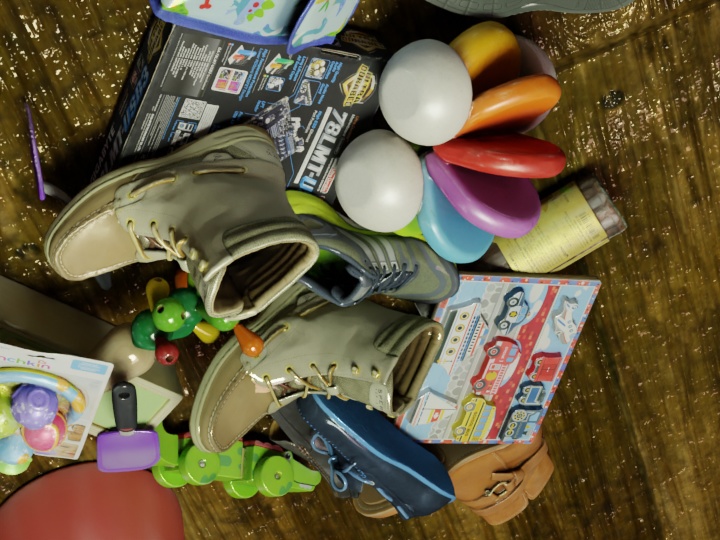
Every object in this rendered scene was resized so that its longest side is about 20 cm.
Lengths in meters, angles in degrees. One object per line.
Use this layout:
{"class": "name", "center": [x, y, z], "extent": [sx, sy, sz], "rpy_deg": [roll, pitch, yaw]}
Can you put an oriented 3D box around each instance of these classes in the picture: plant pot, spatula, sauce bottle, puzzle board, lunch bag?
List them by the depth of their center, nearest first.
{"class": "lunch bag", "center": [-0.054, -0.256, 1.398], "extent": [0.200, 0.127, 0.170], "rpy_deg": [9, 125, -43]}
{"class": "spatula", "center": [-0.237, -0.050, 1.549], "extent": [0.021, 0.057, 0.200], "rpy_deg": [-21, 137, 3]}
{"class": "spatula", "center": [-0.198, 0.133, 1.626], "extent": [0.056, 0.021, 0.200], "rpy_deg": [-3, 158, -7]}
{"class": "sauce bottle", "center": [0.139, -0.014, 1.718], "extent": [0.200, 0.065, 0.065], "rpy_deg": [-30, 134, 5]}
{"class": "puzzle board", "center": [0.121, 0.085, 1.741], "extent": [0.150, 0.017, 0.200], "rpy_deg": [2, 127, -23]}
{"class": "plant pot", "center": [-0.243, 0.308, 1.774], "extent": [0.200, 0.177, 0.201], "rpy_deg": [-11, 132, -12]}

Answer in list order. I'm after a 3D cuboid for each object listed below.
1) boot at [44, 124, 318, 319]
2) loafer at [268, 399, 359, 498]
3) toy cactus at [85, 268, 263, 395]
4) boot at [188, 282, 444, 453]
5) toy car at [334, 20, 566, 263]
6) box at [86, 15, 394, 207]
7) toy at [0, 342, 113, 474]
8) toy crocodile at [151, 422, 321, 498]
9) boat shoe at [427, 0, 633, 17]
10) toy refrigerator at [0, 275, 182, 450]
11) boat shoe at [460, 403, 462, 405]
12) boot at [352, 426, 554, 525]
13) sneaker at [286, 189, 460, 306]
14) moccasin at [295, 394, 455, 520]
{"class": "boot", "center": [-0.139, -0.017, 1.465], "extent": [0.200, 0.155, 0.072], "rpy_deg": [-26, 134, 0]}
{"class": "loafer", "center": [-0.051, 0.140, 1.782], "extent": [0.072, 0.073, 0.200], "rpy_deg": [-18, 125, 6]}
{"class": "toy cactus", "center": [-0.157, 0.050, 1.585], "extent": [0.165, 0.200, 0.102], "rpy_deg": [-36, 100, 9]}
{"class": "boot", "center": [-0.037, 0.094, 1.628], "extent": [0.200, 0.155, 0.072], "rpy_deg": [-50, 143, -24]}
{"class": "toy car", "center": [0.092, -0.092, 1.545], "extent": [0.175, 0.150, 0.200], "rpy_deg": [-13, 140, -48]}
{"class": "box", "center": [-0.097, -0.116, 1.546], "extent": [0.198, 0.050, 0.200], "rpy_deg": [6, 128, -28]}
{"class": "toy", "center": [-0.278, 0.125, 1.586], "extent": [0.115, 0.047, 0.200], "rpy_deg": [11, 152, -12]}
{"class": "toy crocodile", "center": [-0.126, 0.177, 1.789], "extent": [0.200, 0.062, 0.067], "rpy_deg": [14, 164, -32]}
{"class": "boat shoe", "center": [0.127, -0.247, 1.518], "extent": [0.202, 0.065, 0.074], "rpy_deg": [-2, 149, -13]}
{"class": "toy refrigerator", "center": [-0.255, 0.082, 1.644], "extent": [0.200, 0.070, 0.076], "rpy_deg": [28, 116, -37]}
{"class": "boat shoe", "center": [0.066, 0.080, 1.778], "extent": [0.201, 0.063, 0.074], "rpy_deg": [9, 104, -28]}
{"class": "boot", "center": [0.097, 0.205, 1.884], "extent": [0.200, 0.077, 0.155], "rpy_deg": [-41, 138, -9]}
{"class": "sneaker", "center": [0.000, 0.000, 1.600], "extent": [0.200, 0.081, 0.074], "rpy_deg": [14, 126, -30]}
{"class": "moccasin", "center": [0.006, 0.175, 1.726], "extent": [0.068, 0.081, 0.200], "rpy_deg": [-37, 123, 18]}
